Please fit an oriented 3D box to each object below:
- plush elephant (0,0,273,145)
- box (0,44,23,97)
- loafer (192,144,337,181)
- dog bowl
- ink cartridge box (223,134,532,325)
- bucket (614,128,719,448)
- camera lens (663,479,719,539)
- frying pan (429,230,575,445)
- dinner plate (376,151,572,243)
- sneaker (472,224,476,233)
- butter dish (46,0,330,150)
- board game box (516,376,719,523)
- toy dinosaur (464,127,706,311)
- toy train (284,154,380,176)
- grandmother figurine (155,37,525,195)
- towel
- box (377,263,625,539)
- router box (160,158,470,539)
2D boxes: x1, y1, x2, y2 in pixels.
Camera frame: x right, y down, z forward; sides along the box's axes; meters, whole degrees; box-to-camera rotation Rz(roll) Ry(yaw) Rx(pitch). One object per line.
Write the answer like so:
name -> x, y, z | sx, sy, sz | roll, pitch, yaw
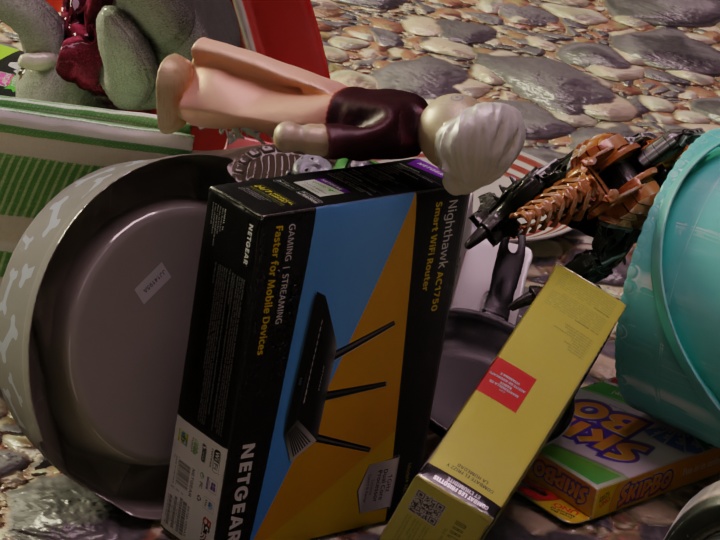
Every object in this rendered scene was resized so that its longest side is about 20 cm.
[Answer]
plush elephant -> -0.156, -0.140, 1.661 | 0.154, 0.201, 0.165 | -18, 30, 18
box -> -0.287, -0.065, 1.727 | 0.148, 0.125, 0.200 | 16, 25, 13
loafer -> -0.077, -0.030, 1.645 | 0.199, 0.068, 0.076 | 7, 48, -12
dog bowl -> -0.112, 0.031, 1.502 | 0.199, 0.202, 0.058 | -9, 15, -39
ink cartridge box -> 0.000, 0.000, 1.700 | 0.199, 0.068, 0.117 | 13, 67, 6
bucket -> 0.246, 0.018, 1.622 | 0.134, 0.209, 0.207 | 18, 24, 25
camera lens -> 0.255, 0.168, 1.374 | 0.199, 0.161, 0.160 | -9, 29, -38
frying pan -> 0.062, 0.041, 1.634 | 0.114, 0.031, 0.191 | 7, 41, -21
dinner plate -> 0.065, -0.055, 1.985 | 0.199, 0.024, 0.200 | 9, 22, -4
sneaker -> -0.022, -0.027, 1.814 | 0.199, 0.076, 0.114 | 19, 25, 20
butter dish -> -0.097, -0.140, 1.822 | 0.198, 0.201, 0.148 | -9, 15, 23
board game box -> 0.157, 0.102, 1.661 | 0.199, 0.030, 0.095 | -17, 35, -43
toy dinosaur -> 0.135, -0.044, 1.633 | 0.199, 0.136, 0.103 | 15, 43, -48
toy train -> -0.022, 0.011, 1.579 | 0.056, 0.201, 0.042 | 16, 43, 10
grandmother figurine -> -0.009, -0.082, 1.464 | 0.199, 0.061, 0.121 | 11, 26, 21
towel -> -0.180, -0.020, 1.581 | 0.151, 0.201, 0.023 | 7, 46, -9
box -> 0.079, 0.085, 1.523 | 0.050, 0.075, 0.200 | 32, 45, 6
router box -> -0.024, 0.046, 1.484 | 0.149, 0.201, 0.051 | -10, 29, -40
